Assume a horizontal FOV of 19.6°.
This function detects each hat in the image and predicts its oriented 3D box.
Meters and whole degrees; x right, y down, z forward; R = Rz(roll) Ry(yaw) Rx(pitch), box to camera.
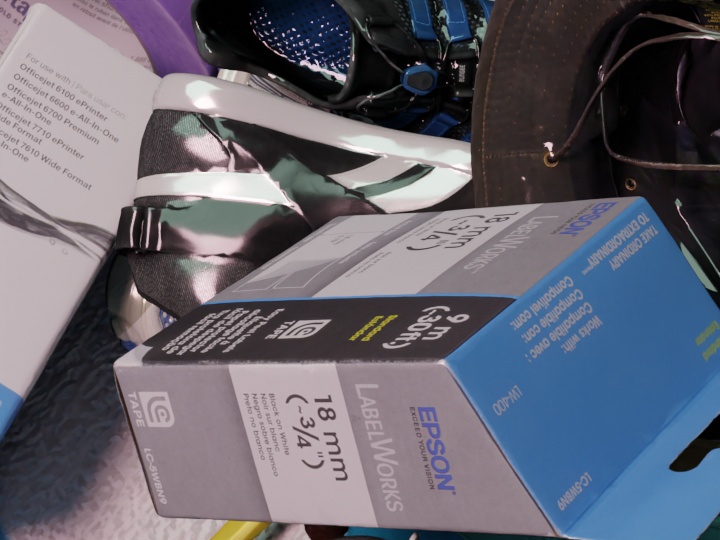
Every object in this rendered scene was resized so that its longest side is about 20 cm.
[{"bbox_3d":[0.133,-0.042,0.764,0.199,0.081,0.203,4,98,31],"label":"hat"}]

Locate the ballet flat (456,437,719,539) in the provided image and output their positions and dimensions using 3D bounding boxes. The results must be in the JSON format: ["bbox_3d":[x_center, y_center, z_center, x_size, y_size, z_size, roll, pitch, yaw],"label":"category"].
[{"bbox_3d":[0.104,0.081,0.726,0.199,0.069,0.063,16,36,40],"label":"ballet flat"}]

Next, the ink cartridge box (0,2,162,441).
[{"bbox_3d":[-0.165,0.007,0.901,0.201,0.083,0.145,-63,8,-25],"label":"ink cartridge box"}]

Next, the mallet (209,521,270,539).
[{"bbox_3d":[-0.043,0.089,0.832,0.066,0.041,0.200,24,66,41],"label":"mallet"}]

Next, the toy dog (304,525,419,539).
[{"bbox_3d":[-0.009,0.118,0.679,0.131,0.097,0.200,-24,1,-9],"label":"toy dog"}]

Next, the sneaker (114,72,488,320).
[{"bbox_3d":[0.000,0.000,0.835,0.198,0.073,0.113,15,84,8],"label":"sneaker"}]

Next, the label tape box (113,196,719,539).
[{"bbox_3d":[0.042,0.028,0.690,0.199,0.064,0.144,-2,20,35],"label":"label tape box"}]

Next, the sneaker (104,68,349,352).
[{"bbox_3d":[-0.028,-0.040,0.916,0.085,0.077,0.201,14,70,31],"label":"sneaker"}]

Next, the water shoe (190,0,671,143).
[{"bbox_3d":[0.024,-0.076,0.840,0.199,0.072,0.079,17,25,23],"label":"water shoe"}]

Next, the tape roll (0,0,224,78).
[{"bbox_3d":[-0.131,-0.148,0.975,0.199,0.200,0.085,11,59,40],"label":"tape roll"}]
